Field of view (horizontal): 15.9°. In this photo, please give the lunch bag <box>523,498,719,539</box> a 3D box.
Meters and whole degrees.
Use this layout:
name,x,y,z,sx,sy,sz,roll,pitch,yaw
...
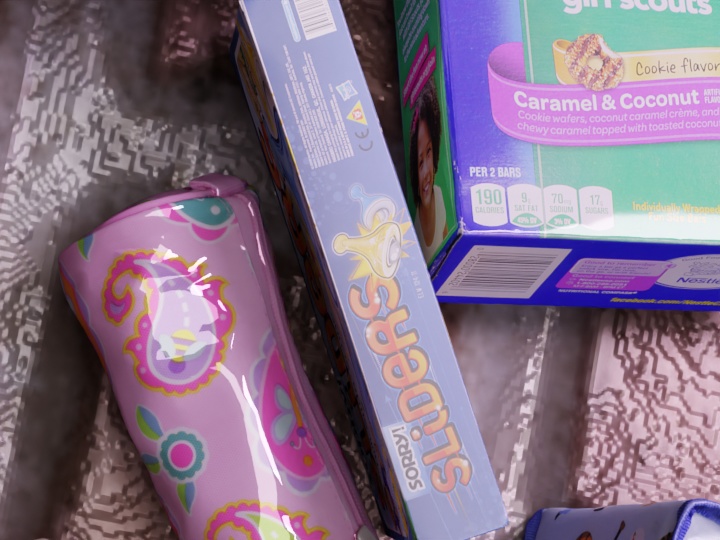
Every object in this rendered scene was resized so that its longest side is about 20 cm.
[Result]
name,x,y,z,sx,sy,sz,roll,pitch,yaw
lunch bag,0.158,0.172,0.947,0.199,0.170,0.124,24,81,-13

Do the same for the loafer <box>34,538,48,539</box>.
name,x,y,z,sx,sy,sz,roll,pitch,yaw
loafer,-0.073,0.186,0.933,0.068,0.076,0.201,-21,99,-19

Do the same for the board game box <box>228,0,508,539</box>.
name,x,y,z,sx,sy,sz,roll,pitch,yaw
board game box,0.000,0.000,0.939,0.034,0.135,0.201,-18,88,-5

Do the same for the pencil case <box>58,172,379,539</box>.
name,x,y,z,sx,sy,sz,roll,pitch,yaw
pencil case,-0.041,0.067,0.945,0.087,0.087,0.201,-21,87,-17

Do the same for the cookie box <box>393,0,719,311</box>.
name,x,y,z,sx,sy,sz,roll,pitch,yaw
cookie box,0.100,-0.091,0.991,0.170,0.075,0.201,2,68,-15
